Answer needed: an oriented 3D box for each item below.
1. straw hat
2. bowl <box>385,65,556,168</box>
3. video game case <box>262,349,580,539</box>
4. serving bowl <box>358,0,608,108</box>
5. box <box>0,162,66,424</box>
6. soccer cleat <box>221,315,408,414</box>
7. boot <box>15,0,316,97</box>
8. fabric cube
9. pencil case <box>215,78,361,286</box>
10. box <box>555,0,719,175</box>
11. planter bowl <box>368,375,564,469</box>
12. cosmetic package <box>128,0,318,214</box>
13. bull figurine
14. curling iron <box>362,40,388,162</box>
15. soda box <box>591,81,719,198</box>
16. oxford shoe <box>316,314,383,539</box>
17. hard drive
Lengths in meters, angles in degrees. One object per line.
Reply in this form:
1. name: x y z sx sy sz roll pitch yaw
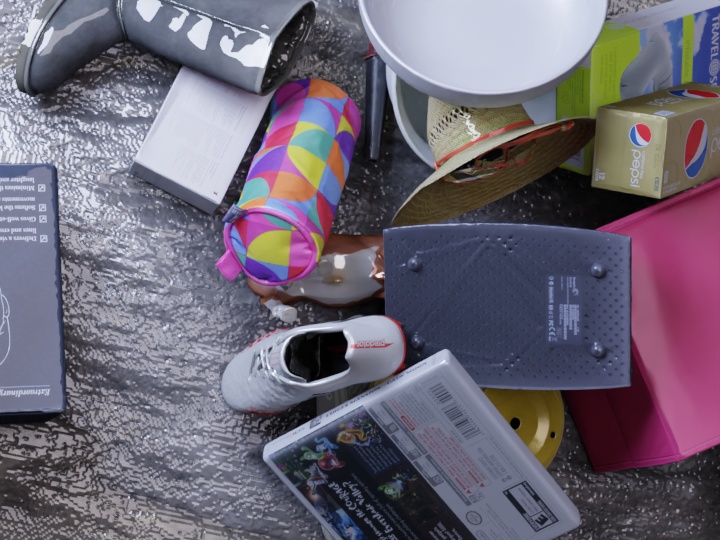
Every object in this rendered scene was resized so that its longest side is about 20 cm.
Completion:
1. straw hat: 0.096 -0.116 1.665 0.200 0.201 0.085 -22 79 -18
2. bowl: 0.098 -0.185 1.755 0.200 0.090 0.202 -11 115 -24
3. video game case: 0.051 0.174 1.651 0.181 0.023 0.200 -29 117 21
4. serving bowl: 0.094 -0.208 1.619 0.199 0.066 0.201 2 63 -3
5. box: -0.316 0.021 1.615 0.148 0.107 0.201 -1 81 -16
6. soccer cleat: -0.051 0.074 1.639 0.085 0.199 0.069 4 76 -49
7. boot: -0.161 -0.185 1.672 0.200 0.073 0.182 28 74 13
8. fabric cube: 0.277 0.040 1.732 0.196 0.200 0.200 -21 88 -17
9. pencil case: -0.057 -0.074 1.672 0.088 0.088 0.200 31 40 -9
10. box: 0.253 -0.166 1.779 0.200 0.048 0.122 -21 120 -37
11. planter bowl: 0.109 0.124 1.701 0.200 0.083 0.201 -2 95 -32
12. cosmetic package: -0.116 -0.156 1.727 0.082 0.051 0.201 27 75 -6
13. bull figurine: 0.000 0.000 1.712 0.199 0.121 0.065 -7 105 -10
14. curling iron: 0.016 -0.194 1.776 0.025 0.050 0.201 7 83 -2
15. soda box: 0.264 -0.111 1.693 0.200 0.064 0.068 -18 116 -56
16. oxford shoe: -0.009 0.135 1.715 0.075 0.058 0.201 -4 98 -34
17. hard drive: 0.119 0.025 1.619 0.199 0.042 0.136 2 104 16
